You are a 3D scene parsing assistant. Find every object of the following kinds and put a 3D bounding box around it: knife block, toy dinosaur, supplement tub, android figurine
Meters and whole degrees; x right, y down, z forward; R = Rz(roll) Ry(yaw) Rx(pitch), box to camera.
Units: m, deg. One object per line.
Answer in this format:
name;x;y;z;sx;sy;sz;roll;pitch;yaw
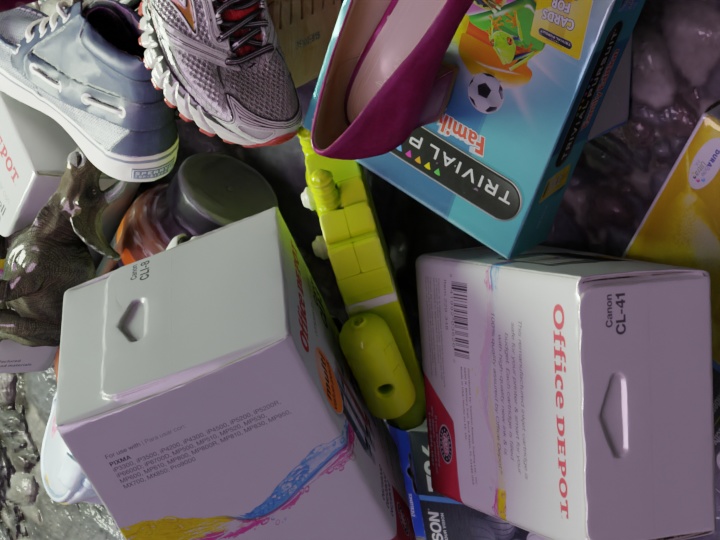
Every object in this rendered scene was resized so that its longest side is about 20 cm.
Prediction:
knife block;-0.095;-0.186;1.267;0.175;0.064;0.201;26;130;32
toy dinosaur;-0.208;0.015;1.315;0.102;0.077;0.200;7;130;-13
supplement tub;-0.126;0.016;1.362;0.107;0.107;0.200;43;129;14
android figurine;0.000;0.000;1.227;0.041;0.182;0.200;-17;133;3

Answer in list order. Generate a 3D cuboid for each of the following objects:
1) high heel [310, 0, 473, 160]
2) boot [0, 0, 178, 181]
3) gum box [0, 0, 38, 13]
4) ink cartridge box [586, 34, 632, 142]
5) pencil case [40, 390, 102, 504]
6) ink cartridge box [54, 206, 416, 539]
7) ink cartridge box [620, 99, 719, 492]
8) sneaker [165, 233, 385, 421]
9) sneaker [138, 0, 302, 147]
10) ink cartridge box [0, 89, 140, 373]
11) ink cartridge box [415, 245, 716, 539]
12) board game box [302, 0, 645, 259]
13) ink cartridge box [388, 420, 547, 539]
high heel;0.021;-0.153;1.037;0.067;0.096;0.201;31;122;24
boot;-0.179;-0.143;1.291;0.200;0.073;0.091;37;135;34
gum box;-0.200;-0.233;1.250;0.114;0.200;0.066;50;130;11
ink cartridge box;0.056;-0.149;1.180;0.199;0.068;0.116;14;115;32
pencil case;-0.109;0.125;1.338;0.083;0.199;0.091;-53;36;38
ink cartridge box;-0.071;0.097;1.185;0.144;0.145;0.200;-22;122;7
ink cartridge box;0.234;0.039;1.143;0.200;0.047;0.198;40;127;19
sneaker;-0.063;0.053;1.296;0.081;0.200;0.075;-49;33;14
sneaker;-0.089;-0.163;1.165;0.082;0.078;0.200;-28;90;48
ink cartridge box;-0.242;-0.046;1.409;0.200;0.087;0.146;-57;49;36
ink cartridge box;0.110;0.065;1.134;0.200;0.085;0.148;-168;74;-65
board game box;0.065;-0.130;1.106;0.151;0.047;0.200;34;123;22
ink cartridge box;0.094;0.144;1.297;0.199;0.039;0.100;2;111;37
